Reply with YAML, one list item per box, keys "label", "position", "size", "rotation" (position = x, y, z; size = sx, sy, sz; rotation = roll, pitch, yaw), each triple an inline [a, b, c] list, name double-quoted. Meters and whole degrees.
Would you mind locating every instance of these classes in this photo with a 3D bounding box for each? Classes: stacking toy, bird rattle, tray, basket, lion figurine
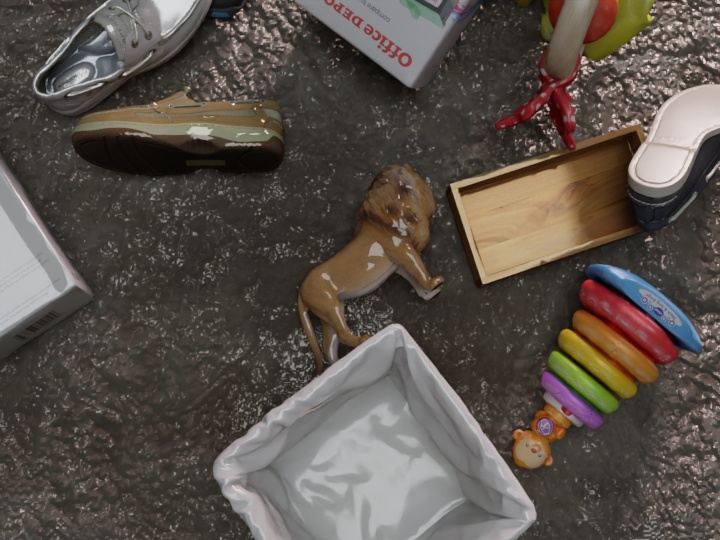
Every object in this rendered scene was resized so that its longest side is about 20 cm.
- label: "stacking toy"
  position: [0.206, 0.100, 0.926]
  size: [0.116, 0.110, 0.201]
  rotation: [39, 92, 1]
- label: "bird rattle"
  position: [0.192, -0.223, 0.932]
  size: [0.111, 0.164, 0.201]
  rotation: [29, 60, 16]
- label: "tray"
  position: [0.191, -0.062, 0.972]
  size: [0.196, 0.037, 0.100]
  rotation: [-18, 83, -6]
- label: "basket"
  position: [0.007, 0.184, 0.863]
  size: [0.197, 0.161, 0.201]
  rotation: [-36, 86, -7]
- label: "lion figurine"
  position: [0.000, 0.000, 0.936]
  size: [0.199, 0.073, 0.123]
  rotation: [-39, 78, -3]

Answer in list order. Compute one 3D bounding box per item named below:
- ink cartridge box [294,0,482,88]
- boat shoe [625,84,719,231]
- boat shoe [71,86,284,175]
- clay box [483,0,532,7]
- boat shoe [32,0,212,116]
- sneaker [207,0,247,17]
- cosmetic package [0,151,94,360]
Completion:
- label: "ink cartridge box"
  position: [0.052, -0.292, 0.935]
  size: [0.144, 0.084, 0.201]
  rotation: [36, 108, 4]
- label: "boat shoe"
  position: [0.309, -0.111, 0.961]
  size: [0.072, 0.064, 0.200]
  rotation: [20, 48, 32]
- label: "boat shoe"
  position: [-0.171, -0.137, 0.955]
  size: [0.196, 0.072, 0.078]
  rotation: [2, 67, -10]
- label: "clay box"
  position: [0.197, -0.341, 0.972]
  size: [0.047, 0.115, 0.202]
  rotation: [32, 82, -7]
- label: "boat shoe"
  position: [-0.220, -0.217, 0.939]
  size: [0.199, 0.069, 0.071]
  rotation: [-40, 91, 4]
- label: "sneaker"
  position: [-0.137, -0.349, 0.974]
  size: [0.072, 0.082, 0.205]
  rotation: [1, 83, -6]
- label: "cosmetic package"
  position: [-0.346, -0.033, 0.918]
  size: [0.112, 0.081, 0.202]
  rotation: [-32, 83, -7]
